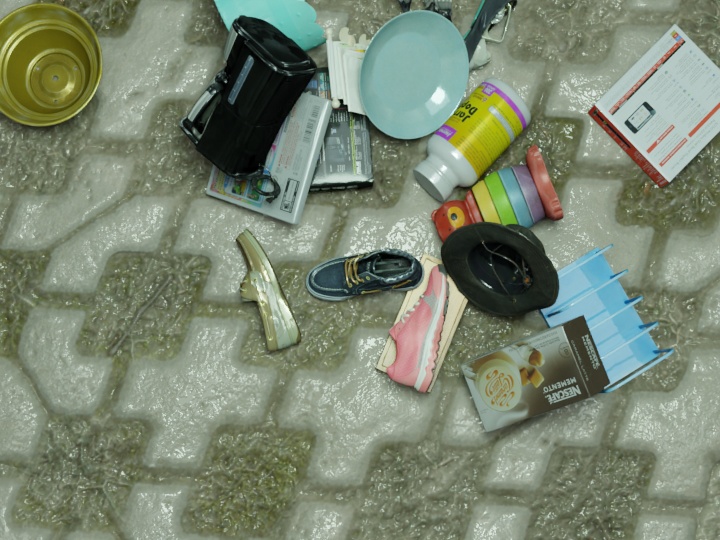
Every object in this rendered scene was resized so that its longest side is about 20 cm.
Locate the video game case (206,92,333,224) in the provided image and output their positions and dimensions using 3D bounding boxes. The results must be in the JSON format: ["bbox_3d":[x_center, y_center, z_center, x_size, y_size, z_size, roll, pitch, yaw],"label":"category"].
[{"bbox_3d":[-0.148,-0.196,1.554,0.179,0.024,0.204,19,95,26],"label":"video game case"}]

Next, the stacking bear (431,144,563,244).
[{"bbox_3d":[0.213,-0.100,1.556,0.197,0.114,0.124,-22,81,8],"label":"stacking bear"}]

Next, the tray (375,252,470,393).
[{"bbox_3d":[0.107,0.085,1.568,0.097,0.037,0.203,23,84,2],"label":"tray"}]

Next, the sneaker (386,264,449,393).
[{"bbox_3d":[0.089,0.084,1.514,0.085,0.074,0.204,12,82,4],"label":"sneaker"}]

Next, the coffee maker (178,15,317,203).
[{"bbox_3d":[-0.152,-0.250,1.462,0.190,0.135,0.201,33,122,-5],"label":"coffee maker"}]

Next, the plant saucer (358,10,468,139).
[{"bbox_3d":[0.080,-0.315,1.543,0.197,0.039,0.205,-11,116,-23],"label":"plant saucer"}]

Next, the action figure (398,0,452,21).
[{"bbox_3d":[0.109,-0.438,1.588,0.117,0.102,0.203,15,76,22],"label":"action figure"}]

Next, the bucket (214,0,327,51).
[{"bbox_3d":[-0.151,-0.429,1.545,0.133,0.207,0.210,-25,84,4],"label":"bucket"}]

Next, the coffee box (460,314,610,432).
[{"bbox_3d":[0.267,0.160,1.484,0.198,0.079,0.116,-26,83,39],"label":"coffee box"}]

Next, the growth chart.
[{"bbox_3d":[0.018,-0.307,1.563,0.198,0.018,0.148,12,73,-42],"label":"growth chart"}]

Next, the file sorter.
[{"bbox_3d":[0.383,0.077,1.529,0.137,0.123,0.202,-29,84,-5],"label":"file sorter"}]

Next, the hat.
[{"bbox_3d":[0.225,-0.022,1.492,0.199,0.201,0.081,32,55,3],"label":"hat"}]

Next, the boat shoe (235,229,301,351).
[{"bbox_3d":[-0.161,0.034,1.551,0.065,0.074,0.203,-24,84,-9],"label":"boat shoe"}]

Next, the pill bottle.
[{"bbox_3d":[0.178,-0.209,1.568,0.104,0.104,0.200,43,84,4],"label":"pill bottle"}]

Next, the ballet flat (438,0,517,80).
[{"bbox_3d":[0.200,-0.387,1.610,0.072,0.073,0.202,31,82,3],"label":"ballet flat"}]

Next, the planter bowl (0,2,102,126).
[{"bbox_3d":[-0.512,-0.326,1.585,0.196,0.083,0.205,0,83,-1],"label":"planter bowl"}]

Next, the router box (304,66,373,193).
[{"bbox_3d":[-0.058,-0.231,1.589,0.147,0.062,0.205,-4,83,-1],"label":"router box"}]

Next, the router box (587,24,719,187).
[{"bbox_3d":[0.512,-0.273,1.608,0.200,0.049,0.180,-43,86,-5],"label":"router box"}]

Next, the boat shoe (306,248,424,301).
[{"bbox_3d":[0.000,0.000,1.535,0.196,0.091,0.072,-7,76,11],"label":"boat shoe"}]
